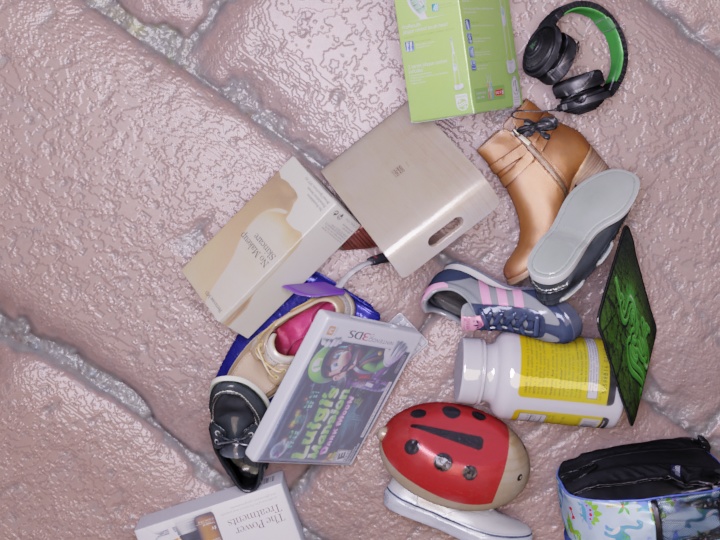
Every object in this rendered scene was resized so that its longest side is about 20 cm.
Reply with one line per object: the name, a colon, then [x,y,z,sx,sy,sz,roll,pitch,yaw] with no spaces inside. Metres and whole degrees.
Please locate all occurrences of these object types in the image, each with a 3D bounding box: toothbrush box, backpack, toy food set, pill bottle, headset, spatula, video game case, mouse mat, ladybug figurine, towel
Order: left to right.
towel: [-0.081,0.100,1.356,0.147,0.050,0.200,32,97,10]
video game case: [-0.029,0.148,1.308,0.023,0.182,0.200,38,105,39]
spatula: [0.000,0.000,1.309,0.200,0.056,0.021,-23,117,-30]
toy food set: [0.054,-0.100,1.275,0.143,0.200,0.060,-38,141,1]
ladybug figurine: [0.119,0.224,1.340,0.199,0.072,0.136,12,57,-2]
toothbrush box: [0.113,-0.280,1.250,0.086,0.145,0.201,-2,101,31]
pill bottle: [0.220,0.133,1.335,0.199,0.111,0.112,6,98,-3]
headset: [0.250,-0.234,1.276,0.124,0.094,0.200,45,72,-18]
mouse mat: [0.320,0.067,1.282,0.008,0.161,0.200,1,137,29]
backpack: [0.348,0.299,1.326,0.199,0.183,0.148,-6,97,5]

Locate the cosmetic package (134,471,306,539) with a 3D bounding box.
cosmetic package: [-0.171,0.365,1.391,0.199,0.052,0.151,-19,101,1]

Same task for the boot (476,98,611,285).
boot: [0.200,-0.097,1.326,0.155,0.074,0.200,40,83,-7]

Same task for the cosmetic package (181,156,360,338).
cosmetic package: [-0.109,-0.028,1.305,0.200,0.071,0.105,-46,56,4]

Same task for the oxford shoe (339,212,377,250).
oxford shoe: [0.046,-0.086,1.336,0.199,0.071,0.074,-22,67,7]

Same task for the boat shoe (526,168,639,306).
boat shoe: [0.263,-0.041,1.271,0.200,0.076,0.060,-43,141,-22]

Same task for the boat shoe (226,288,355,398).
boat shoe: [-0.095,0.093,1.297,0.200,0.069,0.074,-44,83,9]

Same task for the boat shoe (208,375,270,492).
boat shoe: [-0.147,0.204,1.304,0.074,0.066,0.200,5,140,2]

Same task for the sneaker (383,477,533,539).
sneaker: [0.131,0.299,1.376,0.199,0.073,0.071,19,100,-3]

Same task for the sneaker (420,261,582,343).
sneaker: [0.164,0.055,1.295,0.199,0.082,0.070,18,130,33]

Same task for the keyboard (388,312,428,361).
keyboard: [-0.003,0.141,1.383,0.200,0.011,0.056,-43,96,5]
